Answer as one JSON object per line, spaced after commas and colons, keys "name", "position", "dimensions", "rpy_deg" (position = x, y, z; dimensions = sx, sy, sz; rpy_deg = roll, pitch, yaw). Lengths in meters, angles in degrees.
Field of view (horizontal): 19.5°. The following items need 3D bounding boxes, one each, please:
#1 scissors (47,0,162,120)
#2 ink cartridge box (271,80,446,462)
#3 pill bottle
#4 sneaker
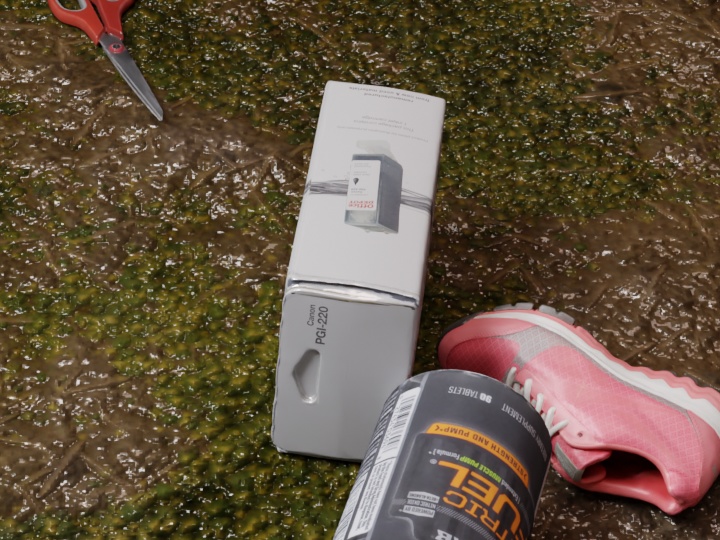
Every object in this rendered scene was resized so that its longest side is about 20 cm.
{"name": "scissors", "position": [-0.195, -0.171, 1.585], "dimensions": [0.073, 0.014, 0.200], "rpy_deg": [-3, 43, -13]}
{"name": "ink cartridge box", "position": [0.000, 0.000, 1.309], "dimensions": [0.084, 0.146, 0.200], "rpy_deg": [9, 42, 3]}
{"name": "pill bottle", "position": [0.038, 0.158, 1.166], "dimensions": [0.106, 0.107, 0.200], "rpy_deg": [13, 42, 9]}
{"name": "sneaker", "position": [0.131, 0.086, 1.281], "dimensions": [0.199, 0.074, 0.087], "rpy_deg": [21, 45, 17]}
